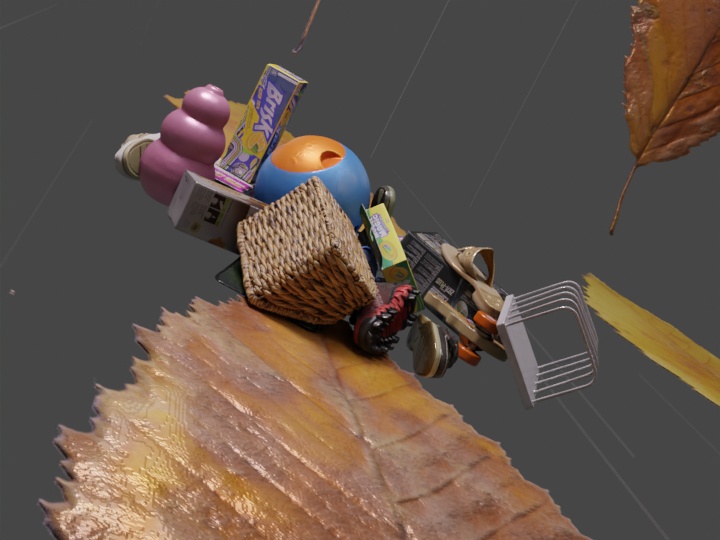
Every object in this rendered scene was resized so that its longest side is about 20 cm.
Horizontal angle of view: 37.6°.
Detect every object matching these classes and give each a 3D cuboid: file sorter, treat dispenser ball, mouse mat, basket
[{"bbox_3d":[0.300,0.108,1.666,0.200,0.124,0.140,-42,112,-73],"label":"file sorter"},{"bbox_3d":[-0.082,-0.129,1.816,0.200,0.202,0.201,26,12,-6],"label":"treat dispenser ball"},{"bbox_3d":[-0.120,0.030,1.526,0.160,0.008,0.200,28,11,0],"label":"mouse mat"},{"bbox_3d":[-0.075,-0.007,1.502,0.143,0.148,0.201,53,11,-36],"label":"basket"}]

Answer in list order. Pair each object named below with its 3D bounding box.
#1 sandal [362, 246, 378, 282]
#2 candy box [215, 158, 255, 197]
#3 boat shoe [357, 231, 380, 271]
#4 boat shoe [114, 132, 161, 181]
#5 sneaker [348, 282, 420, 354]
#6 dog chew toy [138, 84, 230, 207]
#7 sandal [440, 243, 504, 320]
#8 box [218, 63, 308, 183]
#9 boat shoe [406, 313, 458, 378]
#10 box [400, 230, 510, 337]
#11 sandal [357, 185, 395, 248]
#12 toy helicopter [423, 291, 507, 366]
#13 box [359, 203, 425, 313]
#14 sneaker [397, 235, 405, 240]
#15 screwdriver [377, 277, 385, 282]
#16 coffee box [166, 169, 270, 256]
[{"bbox_3d":[0.000,0.000,1.732,0.079,0.088,0.200,25,10,-1],"label":"sandal"},{"bbox_3d":[-0.257,-0.153,1.869,0.136,0.061,0.200,28,12,1],"label":"candy box"},{"bbox_3d":[-0.030,-0.071,2.006,0.198,0.068,0.074,27,11,0],"label":"boat shoe"},{"bbox_3d":[-0.368,-0.192,1.786,0.068,0.075,0.200,2,13,16],"label":"boat shoe"},{"bbox_3d":[0.016,0.066,1.529,0.097,0.071,0.200,12,19,15],"label":"sneaker"},{"bbox_3d":[-0.272,-0.201,1.691,0.124,0.201,0.125,26,12,-6],"label":"dog chew toy"},{"bbox_3d":[0.210,-0.004,1.807,0.077,0.070,0.212,20,27,-32],"label":"sandal"},{"bbox_3d":[-0.171,-0.259,1.867,0.070,0.201,0.064,29,12,5],"label":"box"},{"bbox_3d":[0.112,0.112,1.534,0.066,0.072,0.201,20,8,-8],"label":"boat shoe"},{"bbox_3d":[0.160,0.024,1.914,0.200,0.086,0.164,41,15,16],"label":"box"},{"bbox_3d":[0.038,-0.058,1.841,0.057,0.202,0.080,0,47,-20],"label":"sandal"},{"bbox_3d":[0.179,0.092,1.762,0.132,0.079,0.200,25,11,-43],"label":"toy helicopter"},{"bbox_3d":[0.049,-0.020,1.698,0.200,0.048,0.118,61,7,-59],"label":"box"},{"bbox_3d":[0.082,-0.029,2.130,0.199,0.070,0.082,13,35,-43],"label":"sneaker"},{"bbox_3d":[0.088,0.038,1.899,0.199,0.029,0.028,11,19,-46],"label":"screwdriver"},{"bbox_3d":[-0.185,-0.073,1.619,0.199,0.080,0.114,23,8,-21],"label":"coffee box"}]
